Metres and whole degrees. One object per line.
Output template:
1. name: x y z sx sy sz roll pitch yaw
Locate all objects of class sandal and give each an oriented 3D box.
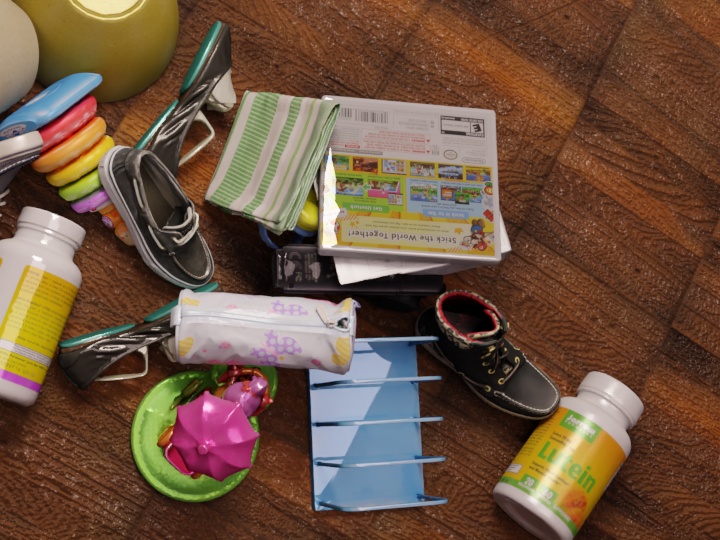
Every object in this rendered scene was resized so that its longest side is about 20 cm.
1. sandal: -0.087 -0.096 1.348 0.079 0.087 0.200 26 32 -25

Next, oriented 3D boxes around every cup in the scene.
1. cup: -0.432 -0.234 1.243 0.143 0.200 0.201 -11 86 -48

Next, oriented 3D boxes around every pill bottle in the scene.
1. pill bottle: 0.261 0.227 1.433 0.111 0.111 0.200 41 72 -9
2. pill bottle: -0.365 0.037 1.257 0.104 0.104 0.201 22 77 -14

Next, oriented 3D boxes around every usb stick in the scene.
1. usb stick: 0.000 0.000 1.289 0.199 0.033 0.056 1 84 -21

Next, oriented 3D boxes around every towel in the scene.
1. towel: -0.104 -0.126 1.303 0.023 0.200 0.153 22 89 -34

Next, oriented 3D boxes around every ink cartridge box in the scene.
1. ink cartridge box: 0.051 -0.071 1.300 0.199 0.057 0.163 -13 74 -10

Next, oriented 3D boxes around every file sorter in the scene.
1. file sorter: 0.022 0.175 1.356 0.138 0.123 0.201 -1 82 -19

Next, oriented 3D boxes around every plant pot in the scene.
1. plant pot: -0.293 -0.303 1.306 0.199 0.142 0.201 2 82 -17

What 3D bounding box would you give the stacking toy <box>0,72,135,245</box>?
1. stacking toy: -0.305 -0.108 1.307 0.200 0.116 0.110 59 44 -21

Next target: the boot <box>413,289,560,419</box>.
1. boot: 0.157 0.100 1.371 0.203 0.154 0.074 35 77 5

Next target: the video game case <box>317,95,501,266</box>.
1. video game case: 0.053 -0.098 1.274 0.199 0.023 0.183 4 70 -10

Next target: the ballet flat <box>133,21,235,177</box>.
1. ballet flat: -0.192 -0.191 1.362 0.068 0.068 0.200 34 84 -20

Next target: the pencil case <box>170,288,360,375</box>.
1. pencil case: -0.101 0.065 1.253 0.199 0.091 0.083 3 86 1

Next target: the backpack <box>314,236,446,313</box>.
1. backpack: 0.025 -0.066 1.388 0.166 0.126 0.201 23 75 -26

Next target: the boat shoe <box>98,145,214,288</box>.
1. boat shoe: -0.216 -0.052 1.297 0.072 0.071 0.200 -55 131 -27

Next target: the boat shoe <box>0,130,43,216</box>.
1. boat shoe: -0.397 -0.075 1.235 0.075 0.200 0.093 -34 102 -58

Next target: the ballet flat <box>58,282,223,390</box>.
1. ballet flat: -0.240 0.079 1.317 0.199 0.068 0.069 -22 100 -14

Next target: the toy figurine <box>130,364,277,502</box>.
1. toy figurine: -0.146 0.161 1.270 0.150 0.184 0.200 45 71 -8
